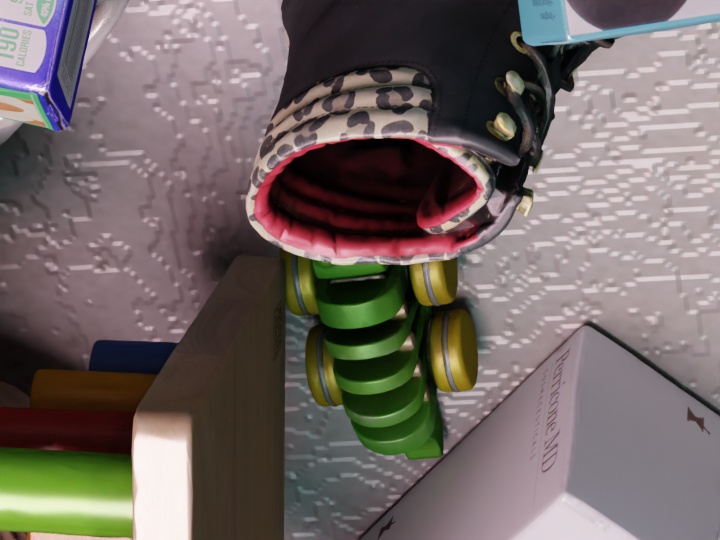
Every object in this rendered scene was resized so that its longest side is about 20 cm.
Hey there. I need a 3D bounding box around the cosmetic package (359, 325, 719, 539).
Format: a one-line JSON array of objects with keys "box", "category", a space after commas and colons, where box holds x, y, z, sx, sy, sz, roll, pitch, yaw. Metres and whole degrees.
[{"box": [0.044, 0.125, 1.082, 0.071, 0.102, 0.200, 34, 123, -15], "category": "cosmetic package"}]

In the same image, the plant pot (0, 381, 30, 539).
[{"box": [-0.148, 0.107, 1.078, 0.093, 0.201, 0.201, -28, 127, -21], "category": "plant pot"}]

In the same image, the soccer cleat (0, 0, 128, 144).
[{"box": [-0.143, -0.066, 0.979, 0.070, 0.086, 0.200, 36, 124, -17], "category": "soccer cleat"}]

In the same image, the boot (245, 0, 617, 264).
[{"box": [0.065, -0.071, 0.897, 0.203, 0.154, 0.074, -4, 131, 14], "category": "boot"}]

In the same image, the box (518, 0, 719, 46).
[{"box": [0.076, -0.168, 0.822, 0.082, 0.049, 0.201, -10, 95, -10], "category": "box"}]

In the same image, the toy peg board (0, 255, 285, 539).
[{"box": [-0.086, 0.112, 0.958, 0.098, 0.199, 0.201, 3, 105, 6], "category": "toy peg board"}]

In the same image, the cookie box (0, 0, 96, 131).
[{"box": [-0.170, -0.146, 0.873, 0.199, 0.172, 0.075, 11, 172, 0], "category": "cookie box"}]

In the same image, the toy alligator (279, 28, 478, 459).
[{"box": [0.000, 0.000, 1.025, 0.059, 0.054, 0.200, -6, 125, 13], "category": "toy alligator"}]
